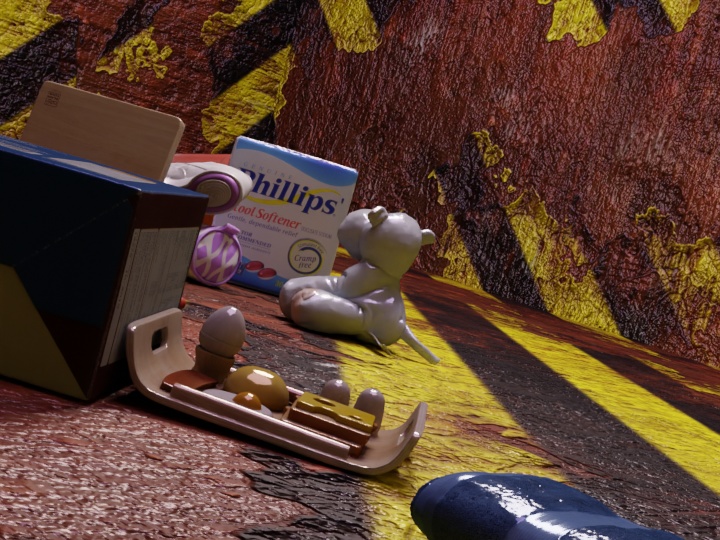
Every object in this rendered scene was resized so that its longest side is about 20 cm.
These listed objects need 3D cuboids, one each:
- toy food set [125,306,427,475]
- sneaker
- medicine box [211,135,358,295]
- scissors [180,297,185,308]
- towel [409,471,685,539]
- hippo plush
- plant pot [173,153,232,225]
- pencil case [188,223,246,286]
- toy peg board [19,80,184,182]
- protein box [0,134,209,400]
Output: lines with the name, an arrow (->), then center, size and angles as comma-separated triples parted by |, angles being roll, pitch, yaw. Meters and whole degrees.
toy food set -> -0.051, 0.073, 0.845 | 0.199, 0.061, 0.144 | 19, 3, 3
sneaker -> -0.239, -0.107, 1.668 | 0.198, 0.076, 0.100 | 4, 14, 15
medicine box -> -0.117, -0.072, 1.784 | 0.181, 0.202, 0.103 | 15, 3, -6
scissors -> -0.271, 0.012, 1.269 | 0.199, 0.014, 0.073 | 15, 5, -41
towel -> 0.122, 0.147, 0.618 | 0.111, 0.049, 0.199 | 12, 5, -39
hippo plush -> 0.000, 0.000, 1.496 | 0.158, 0.162, 0.200 | 14, 4, -34
plant pot -> -0.307, -0.159, 2.578 | 0.194, 0.202, 0.200 | 9, 0, 24
pencil case -> -0.240, -0.040, 1.675 | 0.084, 0.086, 0.199 | 21, -2, -43
toy peg board -> -0.340, -0.113, 1.605 | 0.199, 0.200, 0.098 | 17, -12, 12
protein box -> -0.231, -0.016, 0.851 | 0.197, 0.136, 0.200 | 16, 3, 4
